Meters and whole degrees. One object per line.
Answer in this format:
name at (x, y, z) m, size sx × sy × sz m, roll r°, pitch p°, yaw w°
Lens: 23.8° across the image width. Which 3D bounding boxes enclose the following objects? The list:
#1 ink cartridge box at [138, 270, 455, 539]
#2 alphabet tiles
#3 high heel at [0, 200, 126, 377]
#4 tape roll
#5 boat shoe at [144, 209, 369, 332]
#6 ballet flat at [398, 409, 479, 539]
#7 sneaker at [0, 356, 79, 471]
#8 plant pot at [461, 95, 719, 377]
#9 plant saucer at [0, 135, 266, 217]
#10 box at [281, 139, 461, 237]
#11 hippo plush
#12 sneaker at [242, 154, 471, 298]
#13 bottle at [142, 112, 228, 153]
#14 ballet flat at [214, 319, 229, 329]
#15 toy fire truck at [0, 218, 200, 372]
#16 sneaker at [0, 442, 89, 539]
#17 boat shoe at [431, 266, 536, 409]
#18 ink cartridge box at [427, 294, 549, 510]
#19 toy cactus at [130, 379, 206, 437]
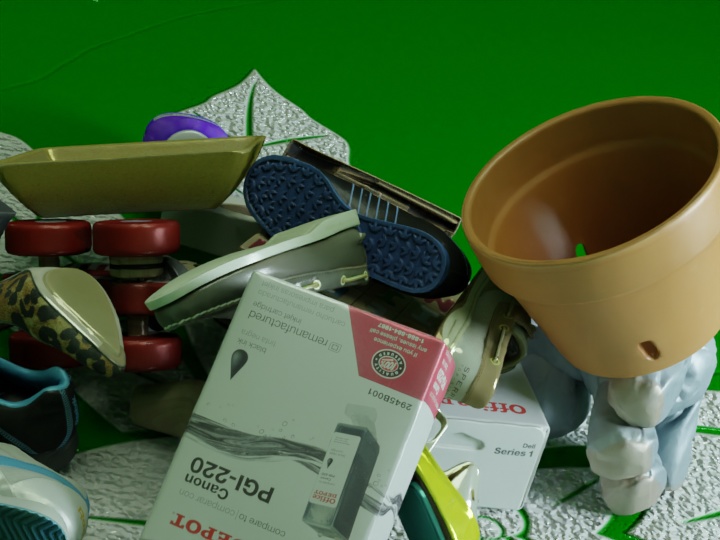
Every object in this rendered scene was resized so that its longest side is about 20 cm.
ink cartridge box at (-0.040, 0.121, 1.137) m, size 0.145 × 0.200 × 0.085 m, roll 20°, pitch -10°, yaw 11°
alphabet tiles at (0.000, 0.000, 1.383) m, size 0.166 × 0.006 × 0.200 m, roll 30°, pitch 29°, yaw 10°
high heel at (-0.252, 0.055, 1.246) m, size 0.200 × 0.143 × 0.071 m, roll 42°, pitch 20°, yaw 31°
tape roll at (-0.077, -0.032, 1.507) m, size 0.202 × 0.037 × 0.203 m, roll 13°, pitch 6°, yaw -1°
boat shoe at (-0.068, 0.010, 1.242) m, size 0.072 × 0.060 × 0.201 m, roll -13°, pitch 8°, yaw 46°
ballet flat at (0.044, 0.138, 1.205) m, size 0.067 × 0.067 × 0.200 m, roll -30°, pitch 81°, yaw -23°
sneaker at (-0.295, 0.081, 1.207) m, size 0.199 × 0.082 × 0.073 m, roll 11°, pitch 42°, yaw -4°
plant pot at (0.190, -0.016, 1.272) m, size 0.200 × 0.140 × 0.200 m, roll -17°, pitch 33°, yaw 12°
plant saucer at (-0.180, -0.076, 1.384) m, size 0.199 × 0.049 × 0.200 m, roll -4°, pitch 8°, yaw 2°
box at (-0.002, -0.059, 1.538) m, size 0.163 × 0.021 × 0.200 m, roll 25°, pitch -8°, yaw -4°
hippo plush at (0.188, 0.079, 1.362) m, size 0.161 × 0.200 × 0.159 m, roll 21°, pitch 6°, yaw 28°
sneaker at (-0.002, -0.030, 1.368) m, size 0.200 × 0.070 × 0.078 m, roll 30°, pitch 5°, yaw 25°
bottle at (-0.161, -0.110, 1.583) m, size 0.083 × 0.065 × 0.200 m, roll 10°, pitch 6°, yaw -9°
ballet flat at (-0.041, 0.034, 1.463) m, size 0.200 × 0.068 × 0.067 m, roll 11°, pitch 8°, yaw -16°
toy fire truck at (-0.176, 0.013, 1.340) m, size 0.200 × 0.112 × 0.168 m, roll 1°, pitch 6°, yaw 28°
sneaker at (-0.277, 0.144, 1.131) m, size 0.200 × 0.077 × 0.081 m, roll 23°, pitch 20°, yaw 2°
boat shoe at (0.096, 0.050, 1.306) m, size 0.066 × 0.074 × 0.200 m, roll 33°, pitch 32°, yaw 5°
ink cartridge box at (0.049, 0.094, 1.356) m, size 0.144 × 0.084 × 0.200 m, roll 7°, pitch 29°, yaw -15°
toy cactus at (-0.092, 0.102, 1.264) m, size 0.165 × 0.102 × 0.200 m, roll 2°, pitch 49°, yaw 16°
